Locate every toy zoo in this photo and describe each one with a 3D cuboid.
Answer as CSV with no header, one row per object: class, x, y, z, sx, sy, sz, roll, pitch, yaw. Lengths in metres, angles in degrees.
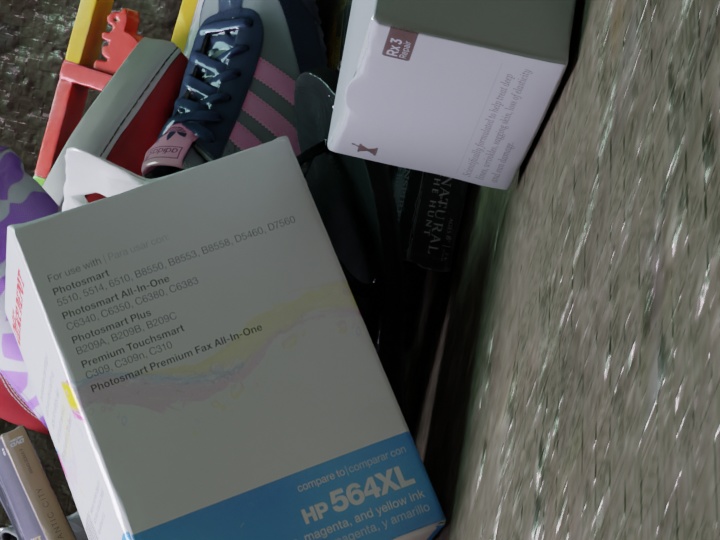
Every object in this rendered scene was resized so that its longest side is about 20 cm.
toy zoo,-0.091,-0.080,1.426,0.020,0.131,0.201,3,-76,-69

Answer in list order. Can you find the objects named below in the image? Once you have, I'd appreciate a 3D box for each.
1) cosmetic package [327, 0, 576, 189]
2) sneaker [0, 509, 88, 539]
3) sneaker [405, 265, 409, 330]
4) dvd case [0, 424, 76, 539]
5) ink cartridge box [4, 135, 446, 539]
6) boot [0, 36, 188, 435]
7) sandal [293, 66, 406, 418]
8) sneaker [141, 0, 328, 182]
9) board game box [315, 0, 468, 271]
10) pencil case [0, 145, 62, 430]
cosmetic package,0.046,-0.148,1.131,0.113,0.081,0.201,112,167,-66
sneaker,-0.165,0.153,1.523,0.200,0.082,0.075,-90,22,-87
sneaker,0.000,0.000,1.428,0.091,0.077,0.200,48,120,36
dvd case,-0.126,0.170,1.318,0.201,0.016,0.149,65,167,2
ink cartridge box,-0.066,0.046,1.193,0.129,0.125,0.201,118,132,-72
boot,-0.095,-0.001,1.388,0.201,0.144,0.072,-65,3,-7
sandal,-0.014,0.009,1.292,0.075,0.048,0.201,28,128,56
sneaker,-0.064,-0.066,1.339,0.070,0.082,0.201,-15,68,38
board game box,0.018,-0.107,1.334,0.135,0.028,0.201,16,95,59
pencil case,-0.132,0.038,1.309,0.085,0.200,0.084,-41,3,1
